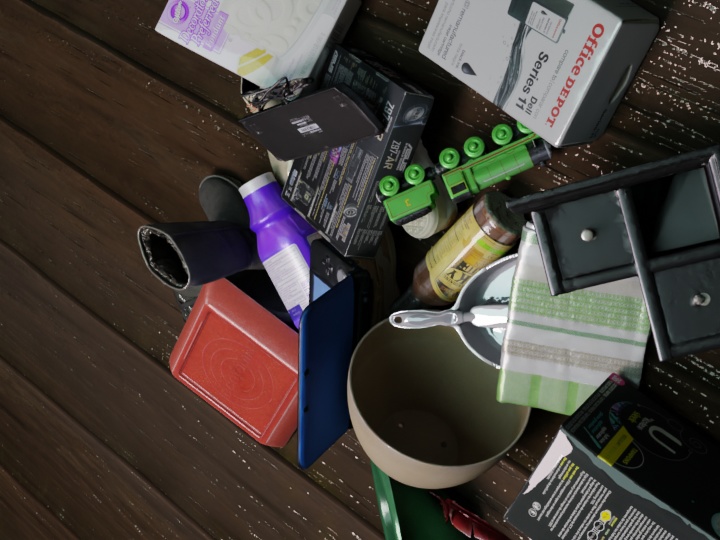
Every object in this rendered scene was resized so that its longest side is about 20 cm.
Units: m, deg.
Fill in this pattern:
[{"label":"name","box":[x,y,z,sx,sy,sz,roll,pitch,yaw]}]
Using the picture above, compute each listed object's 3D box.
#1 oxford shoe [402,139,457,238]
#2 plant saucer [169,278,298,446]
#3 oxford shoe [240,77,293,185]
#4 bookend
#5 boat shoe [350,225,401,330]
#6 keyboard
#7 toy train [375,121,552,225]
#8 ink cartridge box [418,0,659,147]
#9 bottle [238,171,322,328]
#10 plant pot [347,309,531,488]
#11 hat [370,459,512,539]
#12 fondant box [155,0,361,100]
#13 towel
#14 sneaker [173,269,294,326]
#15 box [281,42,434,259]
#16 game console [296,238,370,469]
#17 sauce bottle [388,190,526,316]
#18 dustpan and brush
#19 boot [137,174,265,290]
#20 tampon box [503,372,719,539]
[{"label":"oxford shoe","box":[0.053,-0.119,1.321,0.075,0.058,0.200,-53,51,41]},{"label":"plant saucer","box":[-0.153,0.127,1.499,0.200,0.037,0.200,37,133,6]},{"label":"oxford shoe","box":[-0.114,-0.197,1.431,0.071,0.074,0.201,-12,91,41]},{"label":"bookend","box":[0.261,0.002,1.091,0.199,0.092,0.199,-13,91,16]},{"label":"boat shoe","box":[0.000,0.000,1.379,0.074,0.069,0.201,-18,87,42]},{"label":"keyboard","box":[-0.059,-0.181,1.298,0.200,0.040,0.104,-8,134,50]},{"label":"toy train","box":[0.112,-0.105,1.228,0.200,0.042,0.057,-23,78,11]},{"label":"ink cartridge box","box":[0.176,-0.236,1.168,0.200,0.083,0.147,40,123,27]},{"label":"bottle","box":[-0.084,-0.023,1.432,0.083,0.065,0.200,-30,88,43]},{"label":"plant pot","box":[0.076,0.162,1.288,0.200,0.200,0.135,46,148,23]},{"label":"hat","box":[0.117,0.287,1.370,0.166,0.176,0.200,88,169,-60]},{"label":"fondant box","box":[-0.120,-0.299,1.360,0.200,0.058,0.145,29,97,13]},{"label":"towel","box":[0.225,0.055,1.194,0.149,0.031,0.201,11,111,11]},{"label":"sneaker","box":[-0.158,0.056,1.529,0.199,0.076,0.114,11,128,23]},{"label":"box","box":[-0.008,-0.137,1.321,0.160,0.043,0.200,42,119,47]},{"label":"game console","box":[-0.056,0.089,1.301,0.171,0.118,0.201,37,131,51]},{"label":"sauce bottle","box":[0.104,-0.005,1.296,0.065,0.065,0.200,55,130,17]},{"label":"dustpan and brush","box":[0.131,0.049,1.252,0.199,0.057,0.140,-1,98,26]},{"label":"boot","box":[-0.204,-0.050,1.455,0.182,0.200,0.073,42,124,26]},{"label":"tampon box","box":[0.274,0.225,1.120,0.200,0.150,0.126,35,121,17]}]
